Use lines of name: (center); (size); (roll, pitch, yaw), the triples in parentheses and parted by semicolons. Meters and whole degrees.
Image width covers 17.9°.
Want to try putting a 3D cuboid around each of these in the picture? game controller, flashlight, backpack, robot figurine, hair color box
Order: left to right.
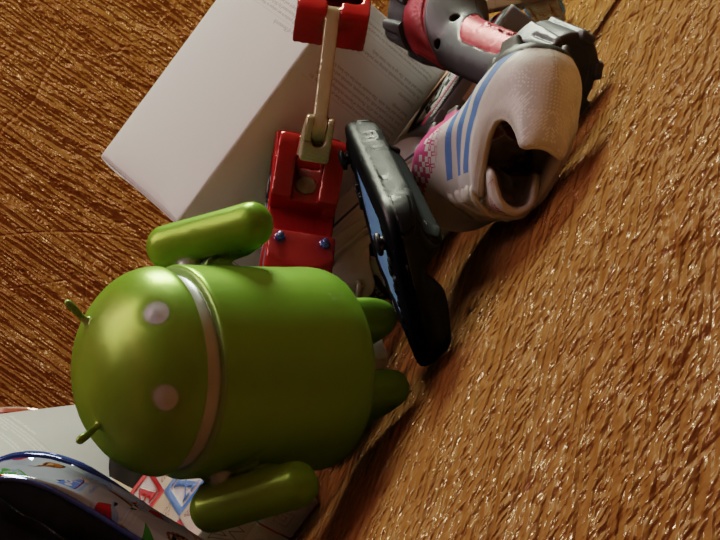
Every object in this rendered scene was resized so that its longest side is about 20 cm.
backpack: (-0.162, 0.192, 1.238); (0.201, 0.190, 0.154); (-55, 6, 3)
robot figurine: (-0.072, 0.056, 1.272); (0.115, 0.199, 0.177); (-30, 64, 52)
game controller: (0.019, -0.019, 1.359); (0.200, 0.042, 0.105); (-110, 14, -70)
hair color box: (0.079, -0.118, 1.629); (0.099, 0.060, 0.200); (-55, 6, -8)
flashlight: (0.085, -0.149, 1.460); (0.068, 0.068, 0.200); (-25, 24, -19)

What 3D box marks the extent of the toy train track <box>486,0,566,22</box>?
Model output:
toy train track: (0.126, -0.199, 1.611); (0.114, 0.033, 0.200); (-10, -2, 8)

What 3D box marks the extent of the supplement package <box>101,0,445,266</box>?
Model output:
supplement package: (-0.062, -0.110, 1.613); (0.201, 0.121, 0.120); (-53, 44, 1)

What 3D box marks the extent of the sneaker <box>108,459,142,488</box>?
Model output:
sneaker: (-0.138, 0.083, 1.570); (0.200, 0.070, 0.100); (-100, 22, -65)

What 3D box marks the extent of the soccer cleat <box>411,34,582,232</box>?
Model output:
soccer cleat: (0.074, -0.058, 1.353); (0.200, 0.069, 0.087); (120, 156, -59)

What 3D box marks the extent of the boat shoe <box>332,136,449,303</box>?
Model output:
boat shoe: (0.000, 0.000, 1.547); (0.200, 0.072, 0.066); (-44, 48, -9)

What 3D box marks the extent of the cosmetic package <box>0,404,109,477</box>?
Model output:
cosmetic package: (-0.201, 0.154, 1.598); (0.199, 0.107, 0.091); (1, -63, -49)

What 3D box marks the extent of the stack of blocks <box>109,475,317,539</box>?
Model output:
stack of blocks: (-0.124, 0.178, 1.397); (0.201, 0.058, 0.115); (-53, 36, 9)

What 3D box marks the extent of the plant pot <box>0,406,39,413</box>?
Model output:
plant pot: (-0.286, 0.252, 1.866); (0.201, 0.200, 0.196); (-49, 17, 37)

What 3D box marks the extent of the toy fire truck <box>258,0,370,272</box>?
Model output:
toy fire truck: (-0.031, -0.076, 1.474); (0.142, 0.048, 0.201); (104, 173, -52)

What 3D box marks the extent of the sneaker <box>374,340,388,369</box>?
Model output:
sneaker: (-0.024, 0.070, 1.452); (0.087, 0.075, 0.200); (-46, 11, -12)
